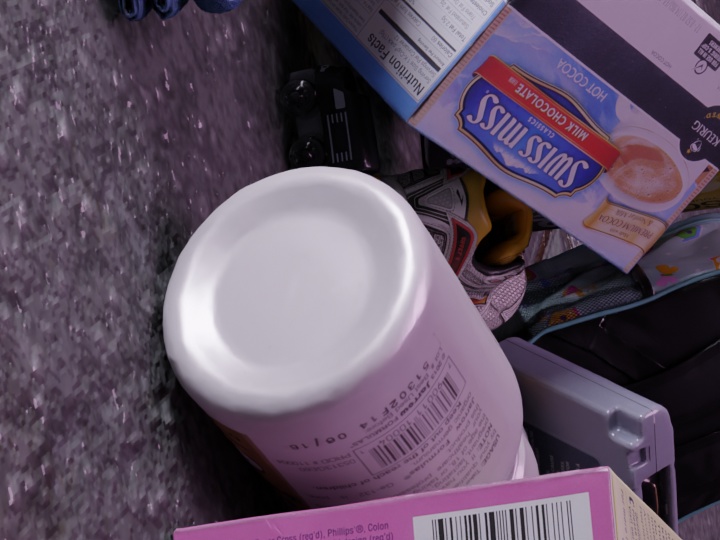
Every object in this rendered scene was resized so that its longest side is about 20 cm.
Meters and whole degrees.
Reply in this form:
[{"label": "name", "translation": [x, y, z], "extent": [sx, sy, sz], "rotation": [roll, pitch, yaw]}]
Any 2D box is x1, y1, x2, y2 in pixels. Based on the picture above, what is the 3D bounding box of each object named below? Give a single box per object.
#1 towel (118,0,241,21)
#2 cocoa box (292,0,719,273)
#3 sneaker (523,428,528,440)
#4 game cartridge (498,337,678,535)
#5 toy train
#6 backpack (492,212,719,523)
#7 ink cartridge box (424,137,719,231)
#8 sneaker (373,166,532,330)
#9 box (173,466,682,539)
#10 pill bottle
[{"label": "towel", "translation": [-0.092, -0.205, 0.881], "extent": [0.112, 0.048, 0.201], "rotation": [-70, 145, -63]}, {"label": "cocoa box", "translation": [0.090, -0.114, 1.116], "extent": [0.200, 0.131, 0.133], "rotation": [30, 14, -44]}, {"label": "sneaker", "translation": [0.069, 0.106, 1.174], "extent": [0.090, 0.074, 0.201], "rotation": [-82, 157, -44]}, {"label": "game cartridge", "translation": [0.117, 0.139, 1.212], "extent": [0.041, 0.133, 0.201], "rotation": [-23, 122, -28]}, {"label": "toy train", "translation": [0.000, 0.000, 1.058], "extent": [0.034, 0.045, 0.202], "rotation": [1, 80, -72]}, {"label": "backpack", "translation": [0.189, 0.060, 1.373], "extent": [0.154, 0.199, 0.177], "rotation": [-102, 172, -66]}, {"label": "ink cartridge box", "translation": [0.161, -0.059, 1.355], "extent": [0.200, 0.196, 0.047], "rotation": [36, 49, -65]}, {"label": "sneaker", "translation": [0.060, -0.007, 1.196], "extent": [0.200, 0.082, 0.078], "rotation": [28, 54, -69]}, {"label": "box", "translation": [0.044, 0.157, 0.888], "extent": [0.200, 0.175, 0.097], "rotation": [43, 41, -62]}, {"label": "pill bottle", "translation": [0.006, 0.054, 0.931], "extent": [0.200, 0.114, 0.115], "rotation": [55, 30, -53]}]
